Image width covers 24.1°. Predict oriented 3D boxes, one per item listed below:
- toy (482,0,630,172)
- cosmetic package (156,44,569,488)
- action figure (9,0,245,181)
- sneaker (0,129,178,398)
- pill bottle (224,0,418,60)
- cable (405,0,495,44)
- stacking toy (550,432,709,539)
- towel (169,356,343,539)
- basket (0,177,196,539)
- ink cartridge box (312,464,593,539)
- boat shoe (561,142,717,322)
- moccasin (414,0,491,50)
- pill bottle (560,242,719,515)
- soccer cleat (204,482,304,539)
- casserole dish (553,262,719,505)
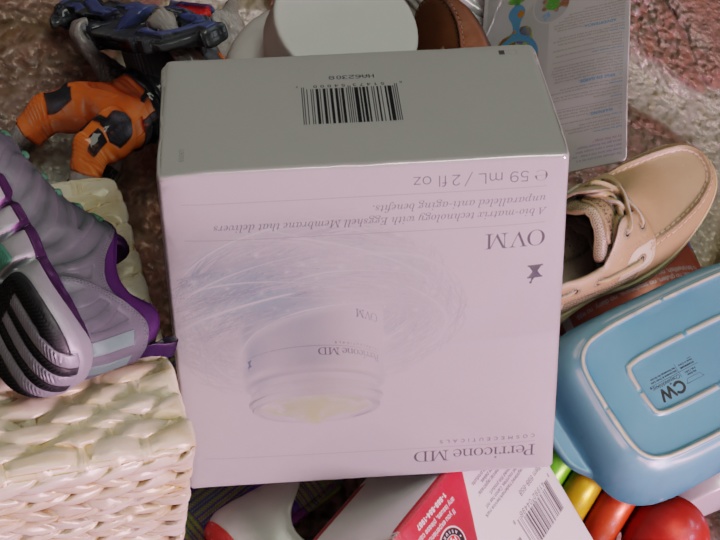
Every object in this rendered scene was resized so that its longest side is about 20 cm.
[{"bbox_3d":[0.140,-0.151,1.152,0.047,0.115,0.200,24,62,-49],"label":"toy"},{"bbox_3d":[0.000,0.000,0.895,0.199,0.200,0.123,-4,35,-2],"label":"cosmetic package"},{"bbox_3d":[-0.156,-0.112,1.080,0.193,0.200,0.105,-36,120,-15],"label":"action figure"},{"bbox_3d":[-0.171,-0.023,0.849,0.087,0.074,0.200,-9,59,-46],"label":"sneaker"},{"bbox_3d":[-0.036,-0.087,1.003,0.113,0.200,0.113,8,59,-14],"label":"pill bottle"},{"bbox_3d":[0.095,-0.223,1.259,0.200,0.069,0.200,-28,76,-31],"label":"cable"},{"bbox_3d":[0.124,0.128,1.048,0.200,0.085,0.085,33,55,12],"label":"stacking toy"},{"bbox_3d":[-0.116,0.128,1.011,0.144,0.023,0.200,47,56,8],"label":"towel"},{"bbox_3d":[-0.201,0.077,0.897,0.200,0.161,0.198,-7,55,-22],"label":"basket"},{"bbox_3d":[0.074,0.199,0.957,0.200,0.084,0.144,58,41,-10],"label":"ink cartridge box"},{"bbox_3d":[0.150,-0.021,1.053,0.200,0.065,0.071,-37,74,-17],"label":"boat shoe"},{"bbox_3d":[0.045,-0.096,1.124,0.078,0.074,0.202,14,69,-24],"label":"moccasin"},{"bbox_3d":[0.195,0.062,1.118,0.112,0.112,0.200,-12,68,-27],"label":"pill bottle"},{"bbox_3d":[-0.011,0.208,0.967,0.085,0.069,0.200,-39,88,-15],"label":"soccer cleat"},{"bbox_3d":[0.203,0.062,1.034,0.200,0.039,0.121,-24,71,-22],"label":"casserole dish"}]
